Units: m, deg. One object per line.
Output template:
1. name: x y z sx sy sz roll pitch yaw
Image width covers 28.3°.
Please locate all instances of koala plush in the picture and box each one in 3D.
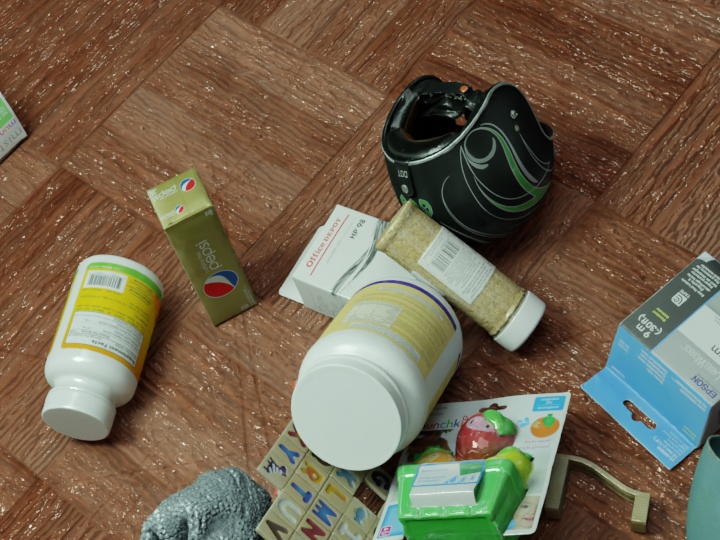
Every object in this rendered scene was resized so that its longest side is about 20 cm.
1. koala plush: -0.117 0.319 1.409 0.200 0.176 0.186 41 119 39

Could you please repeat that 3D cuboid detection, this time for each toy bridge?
1. toy bridge: 0.209 0.229 1.516 0.197 0.027 0.068 6 56 19

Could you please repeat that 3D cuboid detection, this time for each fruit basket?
1. fruit basket: 0.115 0.199 1.486 0.183 0.094 0.201 -7 42 28

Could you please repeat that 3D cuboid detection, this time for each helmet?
1. helmet: 0.132 -0.126 1.678 0.198 0.191 0.202 -23 42 22

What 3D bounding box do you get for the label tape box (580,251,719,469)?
1. label tape box: 0.355 0.094 1.544 0.199 0.066 0.143 -37 55 -13

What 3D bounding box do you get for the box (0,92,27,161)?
1. box: -0.596 -0.182 1.976 0.176 0.097 0.200 32 68 33

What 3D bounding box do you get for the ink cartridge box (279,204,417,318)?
1. ink cartridge box: 0.000 0.000 1.704 0.198 0.067 0.117 20 64 26

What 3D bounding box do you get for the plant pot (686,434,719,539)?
1. plant pot: 0.389 0.267 1.359 0.199 0.199 0.136 33 104 31

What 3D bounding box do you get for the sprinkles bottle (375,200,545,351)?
1. sprinkles bottle: 0.113 0.006 1.611 0.199 0.068 0.069 37 68 -2

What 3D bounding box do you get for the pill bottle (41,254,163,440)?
1. pill bottle: -0.310 0.093 1.698 0.109 0.112 0.202 2 57 16

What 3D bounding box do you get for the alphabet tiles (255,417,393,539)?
1. alphabet tiles: -0.031 0.240 1.468 0.167 0.008 0.200 42 32 -2

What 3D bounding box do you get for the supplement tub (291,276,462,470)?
1. supplement tub: 0.018 0.109 1.533 0.143 0.147 0.200 7 26 19

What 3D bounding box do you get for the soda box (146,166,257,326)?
1. soda box: -0.185 -0.025 1.689 0.063 0.201 0.068 -27 53 -5

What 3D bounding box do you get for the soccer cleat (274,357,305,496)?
1. soccer cleat: -0.039 0.177 1.591 0.077 0.069 0.202 -7 61 33
